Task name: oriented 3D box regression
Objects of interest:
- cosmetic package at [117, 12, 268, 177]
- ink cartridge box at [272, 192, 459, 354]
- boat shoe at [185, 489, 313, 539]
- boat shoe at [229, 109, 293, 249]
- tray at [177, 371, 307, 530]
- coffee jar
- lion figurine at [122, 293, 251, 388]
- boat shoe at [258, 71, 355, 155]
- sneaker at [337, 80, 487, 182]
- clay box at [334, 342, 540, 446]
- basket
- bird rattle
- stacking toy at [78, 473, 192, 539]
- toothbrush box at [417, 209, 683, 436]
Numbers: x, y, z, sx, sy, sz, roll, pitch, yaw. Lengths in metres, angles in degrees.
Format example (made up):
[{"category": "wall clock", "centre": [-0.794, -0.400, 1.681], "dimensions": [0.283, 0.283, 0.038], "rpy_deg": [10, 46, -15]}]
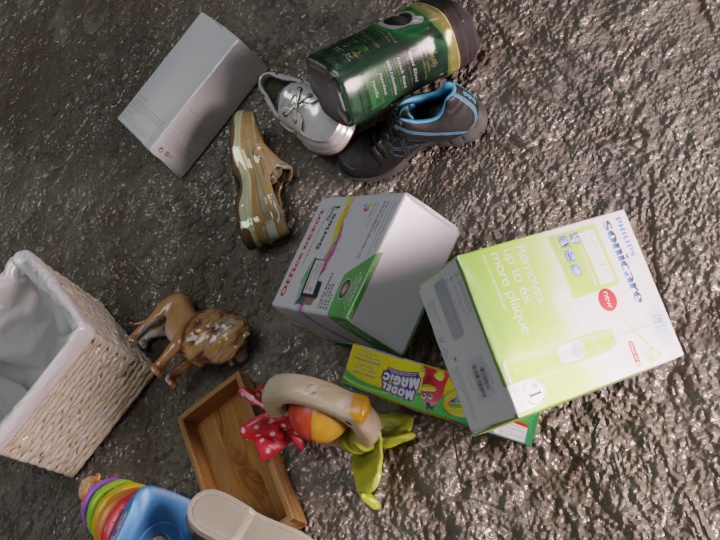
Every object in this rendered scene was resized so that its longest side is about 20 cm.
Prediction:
[{"category": "cosmetic package", "centre": [-0.238, -0.251, 1.433], "dimensions": [0.201, 0.081, 0.113], "rpy_deg": [-49, 51, 1]}, {"category": "ink cartridge box", "centre": [0.000, 0.000, 1.100], "dimensions": [0.199, 0.083, 0.147], "rpy_deg": [4, 66, 62]}, {"category": "boat shoe", "centre": [-0.098, 0.306, 1.058], "dimensions": [0.198, 0.063, 0.073], "rpy_deg": [31, 48, 12]}, {"category": "boat shoe", "centre": [-0.123, -0.124, 1.311], "dimensions": [0.075, 0.072, 0.204], "rpy_deg": [-14, 66, 9]}, {"category": "tray", "centre": [-0.138, 0.227, 1.155], "dimensions": [0.098, 0.037, 0.202], "rpy_deg": [-36, 53, 12]}, {"category": "coffee jar", "centre": [0.041, -0.254, 1.207], "dimensions": [0.198, 0.086, 0.104], "rpy_deg": [-29, 33, -14]}, {"category": "lion figurine", "centre": [-0.222, 0.071, 1.267], "dimensions": [0.123, 0.073, 0.199], "rpy_deg": [-47, 46, -6]}, {"category": "boat shoe", "centre": [-0.077, -0.206, 1.290], "dimensions": [0.071, 0.069, 0.199], "rpy_deg": [-57, 39, 3]}, {"category": "sneaker", "centre": [0.049, -0.172, 1.206], "dimensions": [0.197, 0.082, 0.075], "rpy_deg": [-22, 59, 24]}, {"category": "clay box", "centre": [0.071, 0.122, 1.021], "dimensions": [0.197, 0.114, 0.049], "rpy_deg": [12, 82, 37]}, {"category": "basket", "centre": [-0.403, 0.121, 1.299], "dimensions": [0.201, 0.161, 0.198], "rpy_deg": [-52, 51, 0]}, {"category": "bird rattle", "centre": [-0.042, 0.148, 1.052], "dimensions": [0.197, 0.164, 0.114], "rpy_deg": [23, 63, 18]}, {"category": "stacking toy", "centre": [-0.285, 0.286, 1.191], "dimensions": [0.198, 0.109, 0.118], "rpy_deg": [18, 79, 49]}, {"category": "toothbrush box", "centre": [0.172, 0.045, 0.916], "dimensions": [0.086, 0.197, 0.148], "rpy_deg": [-39, 68, 59]}]
